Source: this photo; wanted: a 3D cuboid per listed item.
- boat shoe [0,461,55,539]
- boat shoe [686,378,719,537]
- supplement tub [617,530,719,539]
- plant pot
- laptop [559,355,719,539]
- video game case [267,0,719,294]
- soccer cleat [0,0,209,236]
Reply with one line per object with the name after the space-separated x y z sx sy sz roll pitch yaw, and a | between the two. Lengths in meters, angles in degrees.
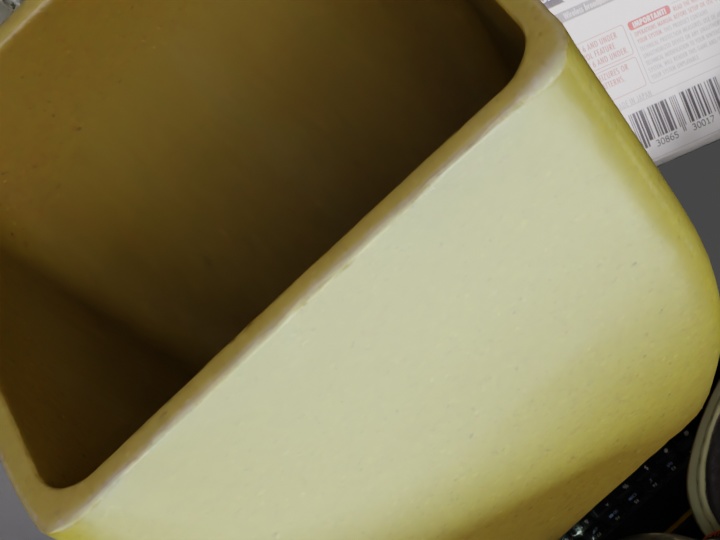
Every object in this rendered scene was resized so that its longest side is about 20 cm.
-0.124 0.111 0.860 0.071 0.066 0.201 9 121 -8 | boat shoe
0.192 0.023 0.828 0.073 0.065 0.200 45 68 -3 | boat shoe
0.064 0.161 0.740 0.199 0.122 0.123 -23 102 -22 | supplement tub
0.000 0.000 0.746 0.194 0.196 0.200 -42 134 7 | plant pot
0.088 0.116 0.852 0.177 0.103 0.200 -42 113 4 | laptop
0.029 -0.101 0.845 0.199 0.036 0.182 -25 101 1 | video game case
-0.131 -0.078 0.826 0.199 0.069 0.078 27 94 -5 | soccer cleat
